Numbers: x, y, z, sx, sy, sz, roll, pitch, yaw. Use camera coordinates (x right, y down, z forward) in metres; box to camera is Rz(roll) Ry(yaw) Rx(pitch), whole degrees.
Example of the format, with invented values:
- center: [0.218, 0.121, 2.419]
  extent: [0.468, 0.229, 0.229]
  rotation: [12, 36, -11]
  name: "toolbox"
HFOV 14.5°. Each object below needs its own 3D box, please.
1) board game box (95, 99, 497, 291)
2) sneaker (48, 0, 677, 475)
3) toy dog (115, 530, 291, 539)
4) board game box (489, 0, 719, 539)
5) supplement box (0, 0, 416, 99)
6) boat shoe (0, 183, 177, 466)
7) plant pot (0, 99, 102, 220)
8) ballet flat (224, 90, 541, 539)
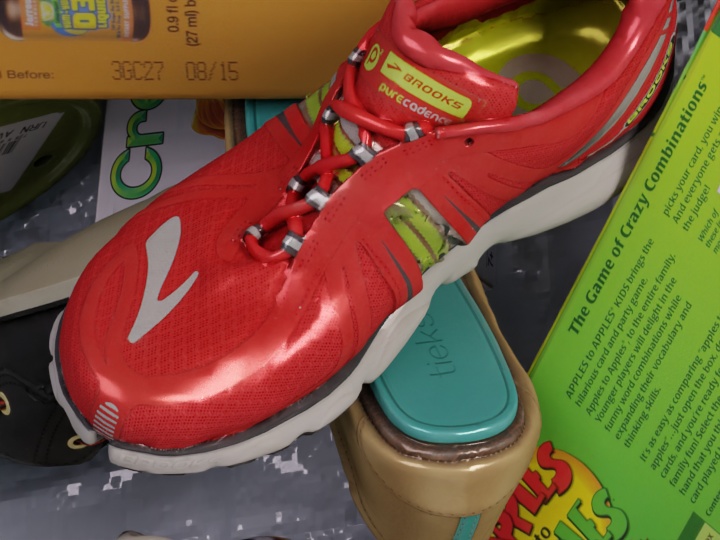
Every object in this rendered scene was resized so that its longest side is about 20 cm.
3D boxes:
- center: [-0.015, -0.089, 0.893]
  extent: [0.126, 0.035, 0.201]
  rotation: [-5, 71, 25]
  name: "board game box"
- center: [0.001, -0.030, 0.708]
  extent: [0.200, 0.085, 0.077]
  rotation: [-38, 68, -23]
  name: "sneaker"
- center: [-0.062, 0.165, 0.774]
  extent: [0.194, 0.140, 0.200]
  rotation: [26, 85, 21]
  name: "toy dog"
- center: [0.105, 0.027, 0.743]
  extent: [0.102, 0.048, 0.200]
  rotation: [41, 117, 32]
  name: "board game box"
- center: [-0.054, -0.090, 0.794]
  extent: [0.199, 0.067, 0.069]
  rotation: [-1, 45, -2]
  name: "supplement box"
- center: [-0.083, 0.021, 0.831]
  extent: [0.201, 0.074, 0.063]
  rotation: [-21, 98, 54]
  name: "boat shoe"
- center: [-0.169, -0.111, 0.910]
  extent: [0.187, 0.187, 0.200]
  rotation: [-33, 73, 13]
  name: "plant pot"
- center: [0.000, 0.000, 0.795]
  extent: [0.068, 0.063, 0.200]
  rotation: [-4, 45, -10]
  name: "ballet flat"
